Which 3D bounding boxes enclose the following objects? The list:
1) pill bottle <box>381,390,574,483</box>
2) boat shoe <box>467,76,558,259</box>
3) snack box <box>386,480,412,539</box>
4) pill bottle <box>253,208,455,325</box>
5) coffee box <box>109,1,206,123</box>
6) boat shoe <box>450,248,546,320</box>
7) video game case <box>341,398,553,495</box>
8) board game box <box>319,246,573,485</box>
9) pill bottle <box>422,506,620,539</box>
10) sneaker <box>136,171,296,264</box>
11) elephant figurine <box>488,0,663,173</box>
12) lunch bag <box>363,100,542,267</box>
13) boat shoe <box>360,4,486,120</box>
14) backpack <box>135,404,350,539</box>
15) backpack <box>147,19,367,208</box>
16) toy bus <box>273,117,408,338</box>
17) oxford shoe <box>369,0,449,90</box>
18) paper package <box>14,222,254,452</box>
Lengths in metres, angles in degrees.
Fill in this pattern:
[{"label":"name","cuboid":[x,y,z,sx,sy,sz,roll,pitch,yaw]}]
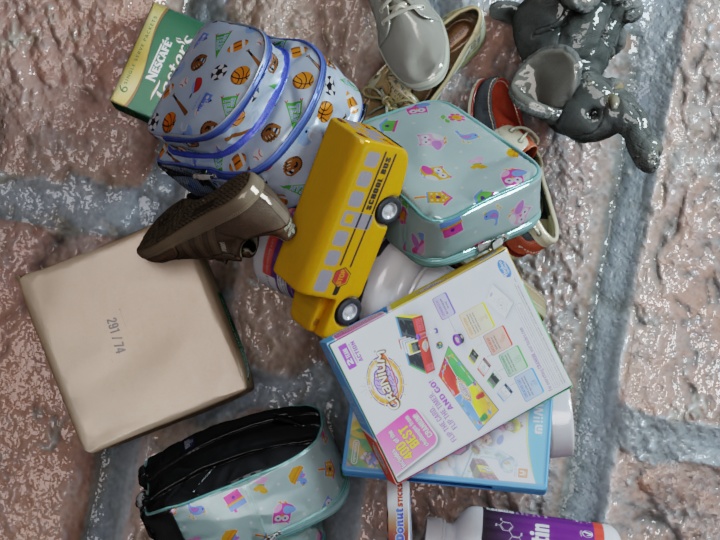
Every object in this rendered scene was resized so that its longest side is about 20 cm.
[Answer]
[{"label":"pill bottle","cuboid":[0.116,0.158,1.540,0.199,0.111,0.112,-4,86,1]},{"label":"boat shoe","cuboid":[0.163,-0.113,1.562,0.071,0.062,0.201,2,73,-39]},{"label":"snack box","cuboid":[0.040,0.293,1.487,0.024,0.200,0.072,-1,49,2]},{"label":"pill bottle","cuboid":[0.000,0.000,1.526,0.200,0.111,0.112,25,87,22]},{"label":"coffee box","cuboid":[-0.155,-0.192,1.602,0.199,0.044,0.123,25,87,3]},{"label":"boat shoe","cuboid":[0.119,-0.016,1.573,0.200,0.072,0.065,33,66,-4]},{"label":"video game case","cuboid":[0.089,0.143,1.476,0.199,0.018,0.144,5,62,5]},{"label":"board game box","cuboid":[0.083,0.089,1.431,0.200,0.040,0.153,-27,95,-11]},{"label":"pill bottle","cuboid":[0.161,0.304,1.528,0.199,0.112,0.113,7,86,1]},{"label":"sneaker","cuboid":[-0.142,-0.031,1.440,0.076,0.200,0.071,44,55,-21]},{"label":"elephant figurine","cuboid":[0.221,-0.193,1.546,0.141,0.155,0.201,10,77,-20]},{"label":"lunch bag","cuboid":[0.082,-0.089,1.490,0.160,0.077,0.200,-22,43,-26]},{"label":"boat shoe","cuboid":[0.056,-0.206,1.590,0.073,0.063,0.200,39,88,3]},{"label":"backpack","cuboid":[-0.107,0.226,1.511,0.200,0.176,0.154,-29,103,0]},{"label":"backpack","cuboid":[-0.098,-0.152,1.469,0.190,0.154,0.201,16,78,38]},{"label":"toy bus","cuboid":[-0.022,-0.038,1.416,0.078,0.065,0.201,8,110,-40]},{"label":"oxford shoe","cuboid":[0.041,-0.276,1.564,0.075,0.058,0.201,-20,63,13]},{"label":"paper package","cuboid":[-0.230,0.066,1.558,0.190,0.103,0.201,-22,85,0]}]
